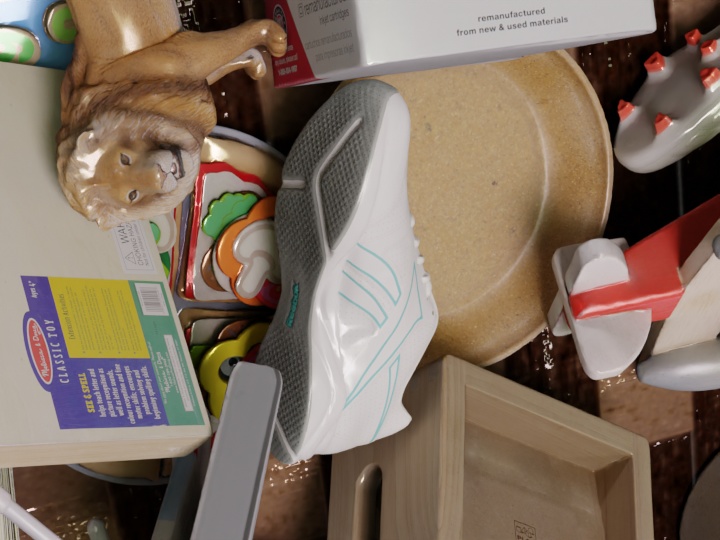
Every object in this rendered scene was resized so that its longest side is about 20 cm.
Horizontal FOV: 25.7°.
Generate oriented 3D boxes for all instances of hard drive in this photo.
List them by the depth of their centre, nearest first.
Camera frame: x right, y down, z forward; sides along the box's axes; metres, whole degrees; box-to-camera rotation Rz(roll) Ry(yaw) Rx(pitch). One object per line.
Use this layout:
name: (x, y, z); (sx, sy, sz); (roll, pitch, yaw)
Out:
hard drive: (-0.071, 0.155, 0.769); (0.026, 0.132, 0.200); (12, 141, -2)

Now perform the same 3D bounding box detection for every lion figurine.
lion figurine: (-0.109, -0.126, 0.729); (0.122, 0.072, 0.200); (-23, 93, -23)

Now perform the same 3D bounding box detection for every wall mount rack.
wall mount rack: (-0.122, 0.120, 0.748); (0.074, 0.200, 0.174); (4, 128, 4)

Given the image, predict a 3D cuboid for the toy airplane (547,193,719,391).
toy airplane: (0.203, 0.010, 0.860); (0.199, 0.141, 0.200); (-44, 160, 24)

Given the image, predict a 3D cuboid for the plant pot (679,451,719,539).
plant pot: (0.295, 0.188, 0.964); (0.200, 0.183, 0.201); (-7, 110, -18)

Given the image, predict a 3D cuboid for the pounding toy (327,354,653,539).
pounding toy: (0.048, 0.176, 0.863); (0.184, 0.200, 0.142); (24, 143, -29)

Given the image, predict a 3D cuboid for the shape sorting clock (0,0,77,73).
shape sorting clock: (-0.174, -0.180, 0.743); (0.200, 0.039, 0.200); (-7, 111, -18)

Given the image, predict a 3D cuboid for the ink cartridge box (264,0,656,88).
ink cartridge box: (0.031, -0.195, 0.730); (0.144, 0.145, 0.200); (-9, 95, -18)

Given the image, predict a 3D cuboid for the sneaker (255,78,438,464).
sneaker: (0.000, 0.000, 0.798); (0.080, 0.070, 0.201); (-2, 114, -32)

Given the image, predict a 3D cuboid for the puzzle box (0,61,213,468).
puzzle box: (-0.151, -0.007, 0.711); (0.133, 0.200, 0.025); (4, 148, -44)

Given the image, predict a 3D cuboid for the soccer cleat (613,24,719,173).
soccer cleat: (0.226, -0.120, 0.893); (0.200, 0.069, 0.078); (-47, 122, -6)

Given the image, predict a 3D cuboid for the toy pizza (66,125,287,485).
toy pizza: (-0.094, 0.023, 0.831); (0.200, 0.032, 0.201); (-10, 110, -27)

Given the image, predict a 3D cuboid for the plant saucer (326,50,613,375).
plant saucer: (0.046, -0.042, 0.864); (0.200, 0.035, 0.201); (-9, 110, -25)

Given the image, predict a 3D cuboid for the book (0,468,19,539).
book: (-0.195, 0.145, 0.798); (0.048, 0.134, 0.200); (-5, 111, -15)
